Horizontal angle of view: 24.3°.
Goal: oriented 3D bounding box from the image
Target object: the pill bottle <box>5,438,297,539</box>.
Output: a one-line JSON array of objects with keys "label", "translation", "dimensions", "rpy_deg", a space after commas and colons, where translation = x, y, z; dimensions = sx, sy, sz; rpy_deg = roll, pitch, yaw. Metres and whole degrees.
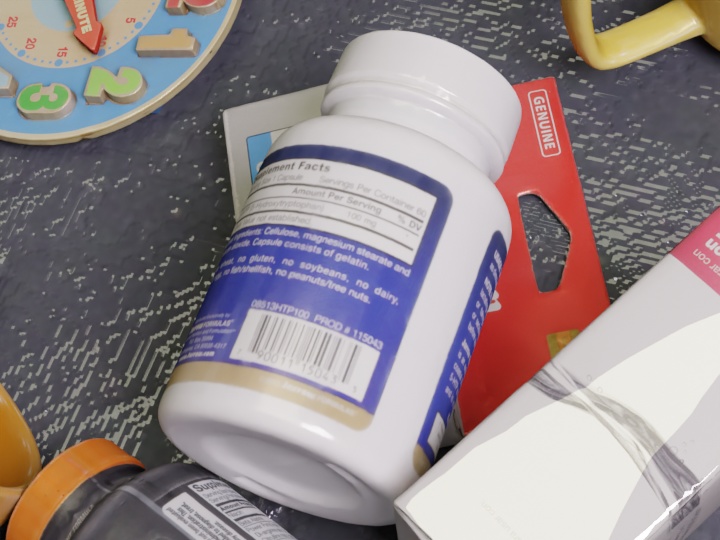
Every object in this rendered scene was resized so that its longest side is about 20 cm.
[{"label": "pill bottle", "translation": [-0.065, 0.156, 0.736], "dimensions": [0.200, 0.106, 0.106], "rpy_deg": [34, 73, 25]}]

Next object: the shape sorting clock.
[{"label": "shape sorting clock", "translation": [-0.162, -0.160, 0.959], "dimensions": [0.200, 0.039, 0.200], "rpy_deg": [-5, 62, 8]}]

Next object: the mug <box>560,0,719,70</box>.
[{"label": "mug", "translation": [0.197, -0.178, 0.833], "dimensions": [0.186, 0.153, 0.150], "rpy_deg": [1, 63, 12]}]

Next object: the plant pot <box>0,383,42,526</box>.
[{"label": "plant pot", "translation": [-0.283, 0.094, 0.774], "dimensions": [0.183, 0.200, 0.200], "rpy_deg": [-45, 63, 4]}]

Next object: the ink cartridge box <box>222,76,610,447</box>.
[{"label": "ink cartridge box", "translation": [0.029, -0.010, 0.840], "dimensions": [0.176, 0.045, 0.200], "rpy_deg": [-13, 61, 5]}]

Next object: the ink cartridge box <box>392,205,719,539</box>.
[{"label": "ink cartridge box", "translation": [0.112, 0.078, 0.713], "dimensions": [0.200, 0.147, 0.083], "rpy_deg": [-40, 73, -11]}]

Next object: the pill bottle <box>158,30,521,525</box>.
[{"label": "pill bottle", "translation": [0.000, 0.000, 0.747], "dimensions": [0.120, 0.120, 0.200], "rpy_deg": [14, 67, 18]}]
